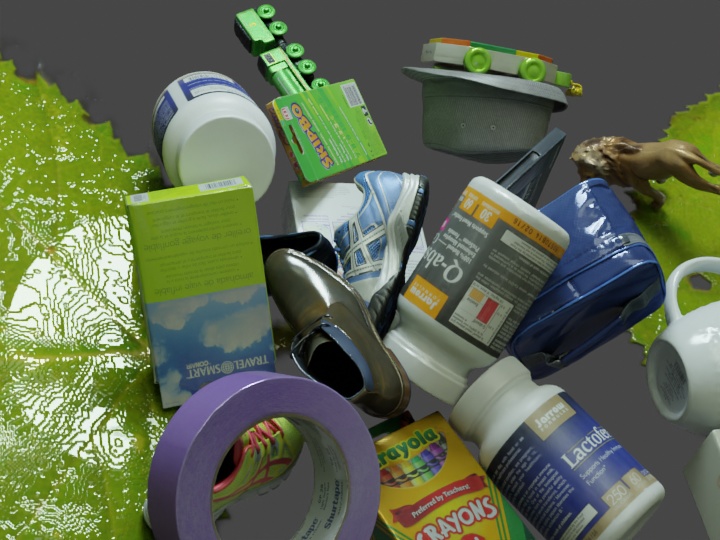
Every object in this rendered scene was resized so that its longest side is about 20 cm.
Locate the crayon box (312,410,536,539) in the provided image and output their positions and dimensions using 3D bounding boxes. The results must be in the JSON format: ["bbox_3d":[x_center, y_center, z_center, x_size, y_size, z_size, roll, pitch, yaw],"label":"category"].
[{"bbox_3d":[0.059,0.218,1.346,0.126,0.051,0.201,-22,61,-32],"label":"crayon box"}]

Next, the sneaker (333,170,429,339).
[{"bbox_3d":[0.007,-0.004,1.405,0.076,0.076,0.202,16,77,9],"label":"sneaker"}]

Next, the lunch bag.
[{"bbox_3d":[0.212,0.022,1.478,0.199,0.136,0.133,-32,58,4],"label":"lunch bag"}]

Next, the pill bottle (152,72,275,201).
[{"bbox_3d":[-0.149,-0.130,1.457,0.114,0.117,0.200,5,16,-14],"label":"pill bottle"}]

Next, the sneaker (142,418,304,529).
[{"bbox_3d":[-0.111,0.165,1.307,0.078,0.091,0.200,37,48,15],"label":"sneaker"}]

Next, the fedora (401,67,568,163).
[{"bbox_3d":[0.139,-0.175,1.656,0.197,0.177,0.092,8,90,10],"label":"fedora"}]

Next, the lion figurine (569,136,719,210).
[{"bbox_3d":[0.348,-0.124,1.666,0.122,0.199,0.073,33,63,-31],"label":"lion figurine"}]

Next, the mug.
[{"bbox_3d":[0.389,0.079,1.505,0.173,0.148,0.202,-8,67,-19],"label":"mug"}]

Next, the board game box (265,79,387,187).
[{"bbox_3d":[-0.038,-0.152,1.562,0.097,0.030,0.200,65,26,-2],"label":"board game box"}]

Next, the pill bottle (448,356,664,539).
[{"bbox_3d":[0.185,0.184,1.374,0.115,0.116,0.200,-31,66,-36],"label":"pill bottle"}]

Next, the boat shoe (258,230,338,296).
[{"bbox_3d":[-0.123,-0.012,1.427,0.197,0.069,0.085,-14,54,1],"label":"boat shoe"}]

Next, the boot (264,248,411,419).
[{"bbox_3d":[-0.033,0.050,1.317,0.200,0.075,0.097,48,9,18],"label":"boot"}]

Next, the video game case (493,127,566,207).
[{"bbox_3d":[0.145,-0.055,1.542,0.019,0.144,0.200,35,49,16],"label":"video game case"}]

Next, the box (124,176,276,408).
[{"bbox_3d":[-0.150,0.021,1.361,0.120,0.203,0.048,-10,17,-10],"label":"box"}]

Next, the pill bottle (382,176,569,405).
[{"bbox_3d":[0.106,0.021,1.383,0.116,0.116,0.201,33,93,11],"label":"pill bottle"}]

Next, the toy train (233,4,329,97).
[{"bbox_3d":[-0.088,-0.238,1.688,0.056,0.042,0.201,-23,61,-22],"label":"toy train"}]

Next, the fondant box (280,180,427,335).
[{"bbox_3d":[0.000,0.000,1.504,0.142,0.059,0.202,2,50,-17],"label":"fondant box"}]

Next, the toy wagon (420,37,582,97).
[{"bbox_3d":[0.175,-0.244,1.718,0.197,0.040,0.155,8,6,-13],"label":"toy wagon"}]

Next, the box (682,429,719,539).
[{"bbox_3d":[0.404,0.260,1.410,0.094,0.078,0.202,-2,52,-19],"label":"box"}]

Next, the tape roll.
[{"bbox_3d":[-0.082,0.190,1.235,0.198,0.065,0.203,0,90,-31],"label":"tape roll"}]
